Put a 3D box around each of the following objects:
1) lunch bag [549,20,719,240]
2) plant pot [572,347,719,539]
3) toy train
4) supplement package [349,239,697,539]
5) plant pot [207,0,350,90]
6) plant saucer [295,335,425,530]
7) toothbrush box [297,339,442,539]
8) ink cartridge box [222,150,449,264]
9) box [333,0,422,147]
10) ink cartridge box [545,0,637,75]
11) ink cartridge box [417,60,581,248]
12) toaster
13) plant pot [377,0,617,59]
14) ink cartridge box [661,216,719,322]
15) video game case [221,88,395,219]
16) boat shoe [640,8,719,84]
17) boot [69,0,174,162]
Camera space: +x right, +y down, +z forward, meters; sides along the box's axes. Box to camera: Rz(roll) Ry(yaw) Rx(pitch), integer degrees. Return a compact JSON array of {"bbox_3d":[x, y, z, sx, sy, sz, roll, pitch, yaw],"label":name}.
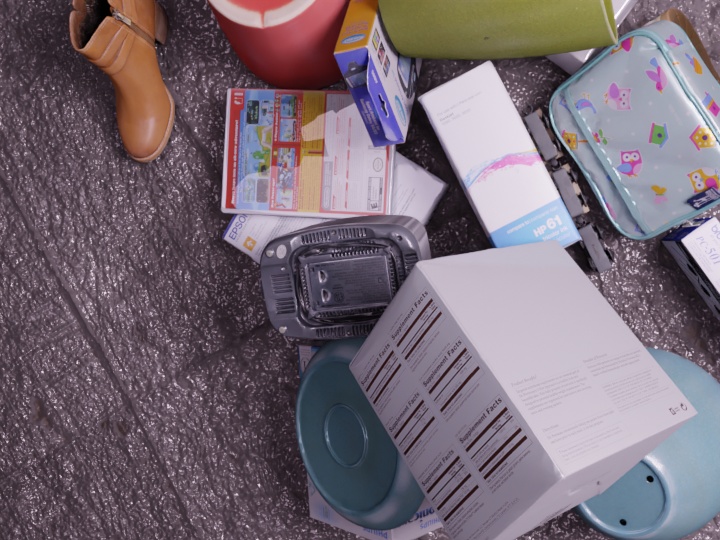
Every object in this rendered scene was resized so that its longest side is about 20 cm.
[{"bbox_3d":[0.296,-0.135,0.807,0.160,0.077,0.201,-34,84,47],"label":"lunch bag"},{"bbox_3d":[0.277,0.194,0.793,0.198,0.134,0.202,8,106,28],"label":"plant pot"},{"bbox_3d":[0.228,-0.090,0.868,0.034,0.046,0.201,-26,89,13],"label":"toy train"},{"bbox_3d":[0.134,0.103,0.679,0.201,0.190,0.148,57,135,28],"label":"supplement package"},{"bbox_3d":[-0.082,-0.311,0.843,0.198,0.177,0.203,0,92,10],"label":"plant pot"},{"bbox_3d":[-0.008,0.166,0.795,0.199,0.027,0.202,8,100,47],"label":"plant saucer"},{"bbox_3d":[0.010,0.179,0.861,0.146,0.085,0.202,0,95,50],"label":"toothbrush box"},{"bbox_3d":[-0.030,-0.067,0.914,0.199,0.043,0.197,33,97,10],"label":"ink cartridge box"},{"bbox_3d":[0.023,-0.224,0.806,0.041,0.119,0.201,-4,48,23],"label":"box"},{"bbox_3d":[0.202,-0.328,0.841,0.199,0.084,0.147,37,98,6],"label":"ink cartridge box"},{"bbox_3d":[0.146,-0.104,0.830,0.084,0.144,0.201,-28,88,9],"label":"ink cartridge box"},{"bbox_3d":[0.000,0.000,0.816,0.198,0.129,0.115,-7,101,13],"label":"toaster"},{"bbox_3d":[0.122,-0.276,0.740,0.198,0.187,0.189,-13,90,24],"label":"plant pot"},{"bbox_3d":[0.401,0.038,0.820,0.044,0.094,0.201,-35,87,9],"label":"ink cartridge box"},{"bbox_3d":[-0.059,-0.132,0.889,0.198,0.017,0.145,4,92,10],"label":"video game case"},{"bbox_3d":[0.354,-0.176,0.838,0.065,0.072,0.201,-27,93,45],"label":"boat shoe"},{"bbox_3d":[-0.269,-0.230,0.887,0.076,0.155,0.202,9,94,8],"label":"boot"}]
